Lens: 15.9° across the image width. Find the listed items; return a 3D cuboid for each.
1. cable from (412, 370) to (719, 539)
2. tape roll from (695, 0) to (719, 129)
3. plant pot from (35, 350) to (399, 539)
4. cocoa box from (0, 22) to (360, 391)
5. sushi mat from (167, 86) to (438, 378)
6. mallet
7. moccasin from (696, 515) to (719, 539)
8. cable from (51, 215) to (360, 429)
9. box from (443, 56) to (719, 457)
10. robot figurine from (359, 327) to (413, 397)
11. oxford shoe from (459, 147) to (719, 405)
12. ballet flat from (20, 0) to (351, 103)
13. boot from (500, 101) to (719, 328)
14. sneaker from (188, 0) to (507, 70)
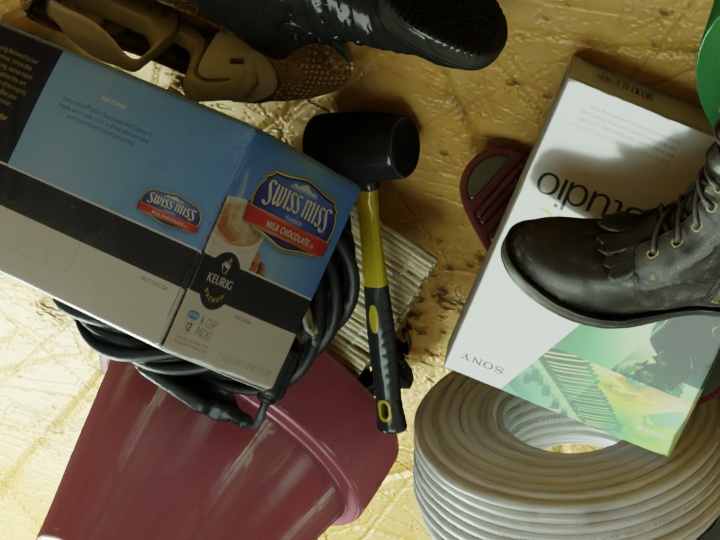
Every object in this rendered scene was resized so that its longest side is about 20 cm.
[{"bbox_3d":[0.130,0.110,1.565,0.200,0.200,0.069,-2,120,7],"label":"cable"},{"bbox_3d":[0.273,-0.100,1.313,0.200,0.048,0.200,16,147,10],"label":"tape roll"},{"bbox_3d":[-0.103,0.134,1.630,0.200,0.179,0.200,28,157,13],"label":"plant pot"},{"bbox_3d":[-0.129,-0.038,1.454,0.200,0.131,0.133,23,178,30],"label":"cocoa box"},{"bbox_3d":[-0.058,-0.022,1.579,0.200,0.012,0.096,33,109,3],"label":"sushi mat"},{"bbox_3d":[0.000,0.000,1.545,0.066,0.041,0.200,11,113,28],"label":"mallet"},{"bbox_3d":[0.232,0.168,1.617,0.078,0.074,0.201,25,-171,-11],"label":"moccasin"},{"bbox_3d":[-0.099,-0.011,1.533,0.200,0.163,0.051,34,-166,21],"label":"cable"},{"bbox_3d":[0.147,-0.005,1.454,0.144,0.036,0.200,22,119,0],"label":"box"},{"bbox_3d":[-0.040,0.037,1.687,0.145,0.058,0.200,15,146,13],"label":"robot figurine"},{"bbox_3d":[0.133,0.004,1.532,0.200,0.070,0.075,45,-178,-7],"label":"oxford shoe"},{"bbox_3d":[-0.105,-0.130,1.475,0.200,0.065,0.071,21,143,0],"label":"ballet flat"},{"bbox_3d":[0.183,-0.043,1.342,0.200,0.069,0.174,7,140,-3],"label":"boot"},{"bbox_3d":[-0.022,-0.151,1.408,0.200,0.060,0.104,30,146,-2],"label":"sneaker"}]
